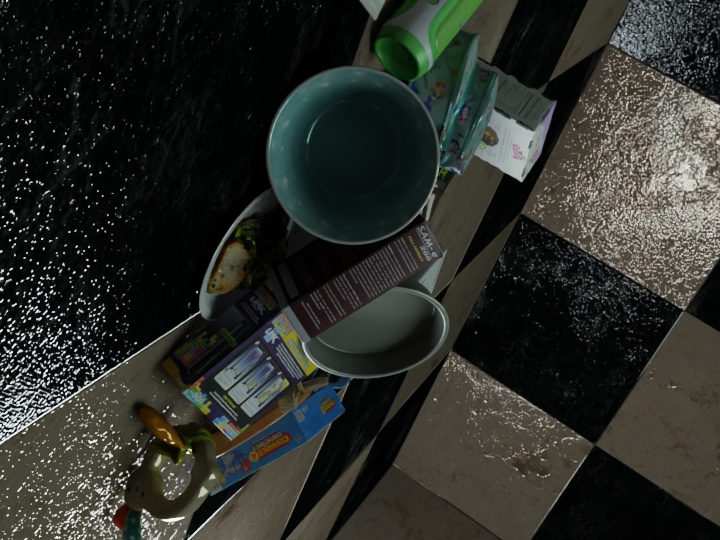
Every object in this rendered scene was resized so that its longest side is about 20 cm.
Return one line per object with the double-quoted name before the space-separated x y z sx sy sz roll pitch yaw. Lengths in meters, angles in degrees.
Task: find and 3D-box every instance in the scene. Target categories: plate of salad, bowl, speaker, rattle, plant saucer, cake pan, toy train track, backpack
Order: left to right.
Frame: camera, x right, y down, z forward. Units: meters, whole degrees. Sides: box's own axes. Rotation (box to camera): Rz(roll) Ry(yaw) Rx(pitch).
"rattle" -0.290 0.277 1.175 0.199 0.131 0.143 -34 159 14
"plant saucer" -0.168 0.229 1.407 0.199 0.033 0.200 -33 -179 1
"plate of salad" -0.131 -0.018 1.137 0.201 0.048 0.201 -54 165 -22
"toy train track" -0.105 0.154 1.368 0.113 0.033 0.200 -19 -164 6
"bowl" -0.008 -0.139 1.072 0.202 0.199 0.105 -61 -175 10
"cake pan" 0.019 0.073 1.206 0.201 0.197 0.037 106 -18 -47
"speaker" 0.102 -0.343 1.184 0.201 0.088 0.089 -53 165 -21
"backpack" 0.121 -0.251 1.326 0.178 0.149 0.202 -63 164 -45

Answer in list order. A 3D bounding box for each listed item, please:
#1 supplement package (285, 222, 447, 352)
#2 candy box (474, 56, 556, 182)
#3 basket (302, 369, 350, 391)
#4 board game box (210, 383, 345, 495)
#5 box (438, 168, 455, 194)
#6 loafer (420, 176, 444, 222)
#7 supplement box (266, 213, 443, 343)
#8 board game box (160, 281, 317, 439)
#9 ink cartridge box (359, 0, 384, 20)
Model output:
"supplement package" 0.000 0.000 1.308 0.111 0.199 0.157 -46 161 -38
"candy box" 0.212 -0.259 1.499 0.072 0.199 0.168 -53 166 -17
"basket" -0.022 0.123 1.607 0.202 0.138 0.176 -65 160 6
"board game box" -0.144 0.274 1.489 0.195 0.056 0.200 -32 176 17
"box" 0.105 -0.152 1.519 0.201 0.047 0.193 -56 -166 -11
"loafer" 0.015 -0.094 1.203 0.073 0.198 0.072 12 82 -55
"supplement box" -0.009 -0.008 1.101 0.199 0.109 0.061 -32 120 0
"board game box" -0.153 0.124 1.200 0.165 0.057 0.201 -40 152 -11
"ink cartridge box" 0.017 -0.371 0.913 0.178 0.044 0.200 -60 165 4
